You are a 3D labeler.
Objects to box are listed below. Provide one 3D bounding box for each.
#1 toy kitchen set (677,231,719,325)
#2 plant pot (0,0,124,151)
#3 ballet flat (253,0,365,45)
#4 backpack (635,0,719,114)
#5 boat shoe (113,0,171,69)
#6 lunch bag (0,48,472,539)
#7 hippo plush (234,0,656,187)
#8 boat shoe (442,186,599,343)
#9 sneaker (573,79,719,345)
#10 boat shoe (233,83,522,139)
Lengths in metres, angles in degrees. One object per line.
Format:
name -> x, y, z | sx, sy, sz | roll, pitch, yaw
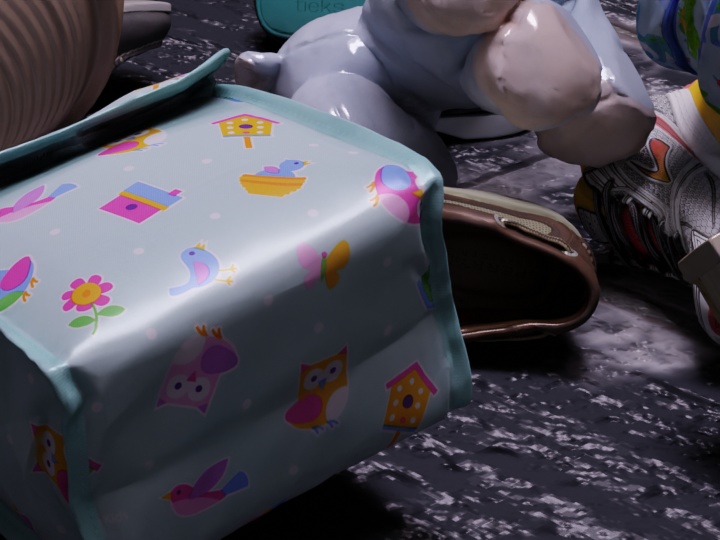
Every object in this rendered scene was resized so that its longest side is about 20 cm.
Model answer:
toy kitchen set -> 0.236, 0.030, 1.135 | 0.200, 0.163, 0.180 | -29, -6, -17
plant pot -> -0.199, -0.091, 1.160 | 0.201, 0.201, 0.093 | 5, 47, -6
ballet flat -> 0.044, -0.136, 1.469 | 0.200, 0.068, 0.068 | 13, 13, 15
backpack -> 0.203, -0.116, 1.191 | 0.154, 0.163, 0.200 | 31, 23, 3
boat shoe -> -0.171, -0.095, 1.338 | 0.067, 0.057, 0.200 | 0, 8, 45
lunch bag -> -0.086, 0.005, 0.996 | 0.170, 0.122, 0.200 | -26, 36, -27
hippo plush -> 0.017, -0.105, 1.230 | 0.159, 0.161, 0.200 | 39, 28, -41
boat shoe -> 0.001, -0.006, 1.124 | 0.202, 0.075, 0.075 | 1, 17, -14
sneaker -> 0.139, -0.018, 1.224 | 0.082, 0.078, 0.200 | -14, 23, 2
boat shoe -> 0.006, -0.094, 1.360 | 0.200, 0.060, 0.076 | -15, 32, -41
